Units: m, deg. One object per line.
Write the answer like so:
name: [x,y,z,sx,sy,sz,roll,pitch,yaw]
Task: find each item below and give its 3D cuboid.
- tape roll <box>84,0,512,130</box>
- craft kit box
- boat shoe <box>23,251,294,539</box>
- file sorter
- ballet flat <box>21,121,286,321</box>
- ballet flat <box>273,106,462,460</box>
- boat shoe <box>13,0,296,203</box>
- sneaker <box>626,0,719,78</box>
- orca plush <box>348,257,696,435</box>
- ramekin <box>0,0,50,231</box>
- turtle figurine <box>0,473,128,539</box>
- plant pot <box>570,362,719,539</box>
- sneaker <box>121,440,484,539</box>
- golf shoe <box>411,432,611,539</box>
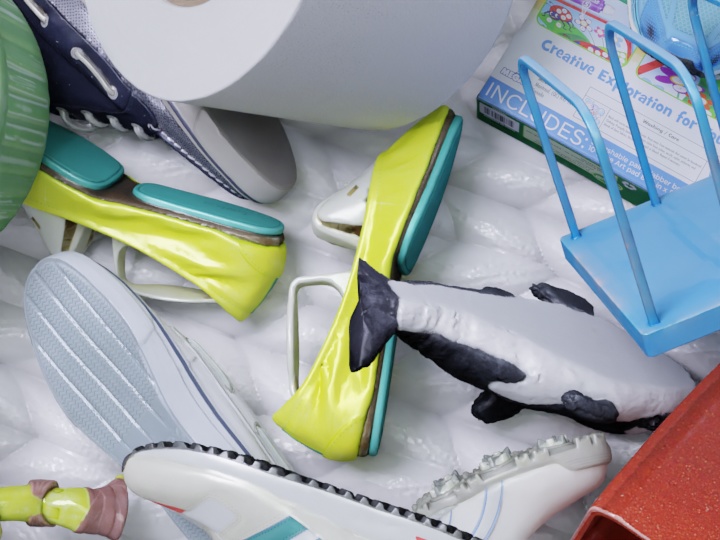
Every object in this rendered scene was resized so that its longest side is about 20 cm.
tape roll: [-0.032,-0.178,0.815,0.202,0.139,0.205,-5,83,45]
craft kit box: [0.197,-0.126,0.891,0.199,0.049,0.198,31,83,10]
boat shoe: [-0.103,0.073,0.854,0.073,0.067,0.201,-39,83,28]
file sorter: [0.193,-0.071,0.763,0.199,0.139,0.123,-21,112,-2]
ballet flat: [-0.137,-0.028,0.884,0.199,0.067,0.067,23,107,8]
ballet flat: [0.000,0.000,0.854,0.066,0.067,0.202,14,80,6]
boat shoe: [-0.127,-0.102,0.902,0.093,0.075,0.200,-38,90,28]
sneaker: [0.199,-0.199,0.841,0.078,0.090,0.201,22,79,9]
orca plush: [0.075,0.060,0.824,0.199,0.071,0.105,7,36,-34]
ramekin: [-0.258,-0.086,0.821,0.198,0.098,0.202,0,89,12]
turtle figurine: [-0.202,0.118,0.811,0.160,0.064,0.202,17,80,-22]
plant pot: [0.225,0.122,0.759,0.199,0.200,0.177,34,72,11]
sneaker: [-0.030,0.146,0.759,0.198,0.070,0.094,17,83,6]
golf shoe: [0.051,0.155,0.822,0.199,0.078,0.098,-29,82,6]
